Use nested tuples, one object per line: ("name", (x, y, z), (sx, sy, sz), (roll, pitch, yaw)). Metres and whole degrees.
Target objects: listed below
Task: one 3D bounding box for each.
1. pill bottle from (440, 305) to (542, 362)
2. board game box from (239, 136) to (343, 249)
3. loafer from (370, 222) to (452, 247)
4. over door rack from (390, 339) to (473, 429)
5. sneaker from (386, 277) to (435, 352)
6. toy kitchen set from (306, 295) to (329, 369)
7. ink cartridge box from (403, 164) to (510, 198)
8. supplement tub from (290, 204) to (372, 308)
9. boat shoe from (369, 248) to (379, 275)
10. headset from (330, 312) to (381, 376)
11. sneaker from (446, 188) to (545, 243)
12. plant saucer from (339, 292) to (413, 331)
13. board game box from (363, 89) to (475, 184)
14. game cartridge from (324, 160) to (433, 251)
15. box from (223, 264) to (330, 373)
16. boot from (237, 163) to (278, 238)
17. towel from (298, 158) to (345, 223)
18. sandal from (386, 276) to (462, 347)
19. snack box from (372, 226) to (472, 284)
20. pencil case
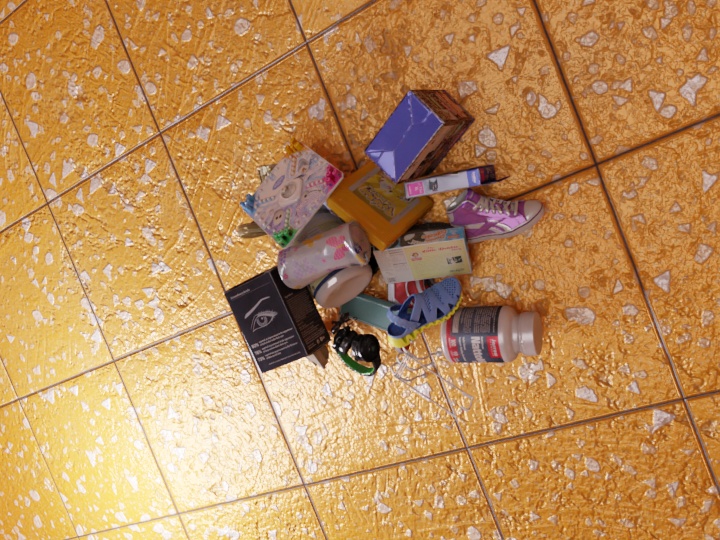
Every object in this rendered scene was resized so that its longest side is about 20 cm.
("pill bottle", (0.282, 0.136, 1.513), (0.197, 0.119, 0.122), (-5, 101, 27))
("board game box", (-0.154, -0.172, 1.519), (0.201, 0.026, 0.200), (-50, 47, 1))
("loafer", (0.104, -0.062, 1.560), (0.196, 0.075, 0.071), (-1, 111, 10))
("over door rack", (0.165, 0.249, 1.591), (0.200, 0.066, 0.148), (43, 153, 14))
("sneaker", (0.122, 0.091, 1.609), (0.111, 0.071, 0.204), (0, 101, 29))
("toy kitchen set", (-0.090, 0.112, 1.688), (0.162, 0.180, 0.201), (29, 157, 46))
("ink cartridge box", (0.201, -0.187, 1.471), (0.197, 0.119, 0.043), (-5, 99, 28))
("supplement tub", (-0.078, -0.034, 1.580), (0.145, 0.144, 0.201), (-45, 66, 28))
("boat shoe", (0.000, 0.000, 1.652), (0.075, 0.062, 0.200), (46, 119, 7))
("headset", (-0.021, 0.180, 1.662), (0.122, 0.094, 0.202), (17, 137, 32))
("sneaker", (0.271, -0.125, 1.455), (0.198, 0.073, 0.115), (-16, 126, 28))
("plant saucer", (0.031, 0.097, 1.616), (0.198, 0.019, 0.071), (17, 108, 33))
("board game box", (0.123, -0.276, 1.441), (0.097, 0.199, 0.160), (45, 117, 10))
("game cartridge", (0.039, -0.148, 1.519), (0.176, 0.200, 0.033), (39, 136, 11))
("box", (-0.180, 0.099, 1.541), (0.146, 0.104, 0.203), (-22, 93, 31))
("boot", (-0.219, -0.164, 1.643), (0.072, 0.198, 0.158), (-8, 99, 45))
("towel", (-0.063, -0.152, 1.593), (0.024, 0.147, 0.200), (-40, 68, -10))
("sandal", (0.132, 0.079, 1.505), (0.199, 0.087, 0.080), (-38, 42, -5))
("snack box", (0.135, -0.031, 1.522), (0.196, 0.038, 0.117), (-7, 140, 14))
("pencil case", (-0.075, -0.029, 1.449), (0.197, 0.084, 0.091), (-19, 117, 25))
